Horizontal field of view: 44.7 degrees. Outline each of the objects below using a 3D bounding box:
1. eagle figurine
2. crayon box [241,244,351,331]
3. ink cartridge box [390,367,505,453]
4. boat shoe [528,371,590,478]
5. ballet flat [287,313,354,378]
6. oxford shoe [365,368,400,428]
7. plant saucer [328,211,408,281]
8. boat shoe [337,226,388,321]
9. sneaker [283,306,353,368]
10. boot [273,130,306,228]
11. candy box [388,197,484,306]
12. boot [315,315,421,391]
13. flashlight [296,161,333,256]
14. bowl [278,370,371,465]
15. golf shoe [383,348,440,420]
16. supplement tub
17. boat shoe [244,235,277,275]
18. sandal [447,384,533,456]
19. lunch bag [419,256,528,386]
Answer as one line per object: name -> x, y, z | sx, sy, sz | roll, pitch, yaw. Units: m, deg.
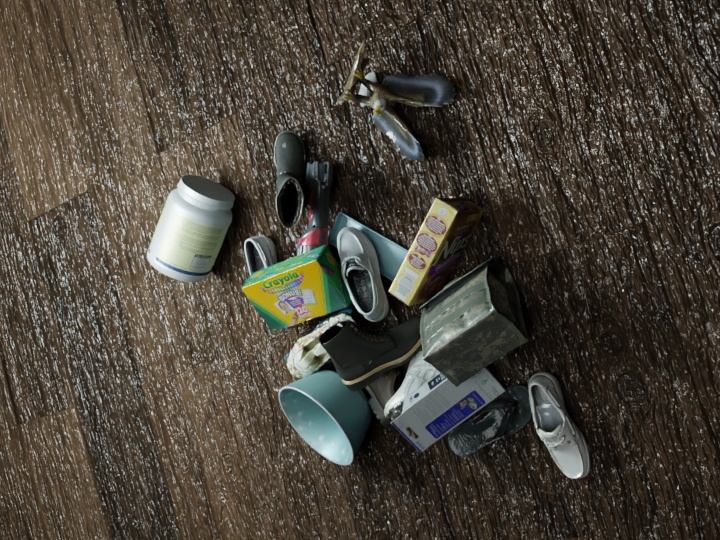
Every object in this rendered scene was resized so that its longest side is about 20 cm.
eagle figurine -> 0.062, -0.312, 1.649 | 0.200, 0.151, 0.152 | 24, 153, -2
crayon box -> -0.123, 0.038, 1.747 | 0.200, 0.058, 0.119 | -20, 114, 31
ink cartridge box -> 0.156, 0.240, 1.605 | 0.200, 0.039, 0.099 | -38, 115, 8
boat shoe -> 0.339, 0.280, 1.535 | 0.071, 0.069, 0.200 | -25, 88, 28
ballet flat -> -0.087, 0.155, 1.725 | 0.076, 0.064, 0.200 | 43, 120, -4
oxford shoe -> 0.037, 0.203, 1.730 | 0.084, 0.073, 0.200 | -34, 78, 13
plant saucer -> 0.025, -0.043, 1.738 | 0.200, 0.019, 0.070 | 31, 109, 25
boat shoe -> -0.001, 0.001, 1.692 | 0.070, 0.072, 0.201 | -24, 72, 14
sneaker -> -0.069, 0.148, 1.792 | 0.082, 0.073, 0.200 | 45, 121, 2
boot -> -0.143, -0.184, 1.726 | 0.072, 0.200, 0.182 | -4, 100, 2
candy box -> 0.140, -0.036, 1.609 | 0.056, 0.117, 0.200 | 34, 111, 25
boot -> 0.027, 0.122, 1.643 | 0.200, 0.138, 0.077 | -38, 31, -7
flashlight -> -0.092, -0.117, 1.771 | 0.068, 0.068, 0.200 | 2, 86, -2
bowl -> -0.056, 0.276, 1.738 | 0.201, 0.105, 0.201 | 33, 147, 25
golf shoe -> 0.117, 0.201, 1.664 | 0.200, 0.078, 0.097 | -39, 55, 7
supplement tub -> -0.365, -0.091, 1.901 | 0.145, 0.145, 0.200 | 35, 111, 25
boat shoe -> -0.202, 0.024, 1.854 | 0.072, 0.068, 0.200 | -9, 89, 32
sandal -> 0.240, 0.284, 1.613 | 0.200, 0.048, 0.075 | -43, 74, 26
lunch bag -> 0.193, 0.073, 1.552 | 0.164, 0.200, 0.118 | -37, 118, 24
